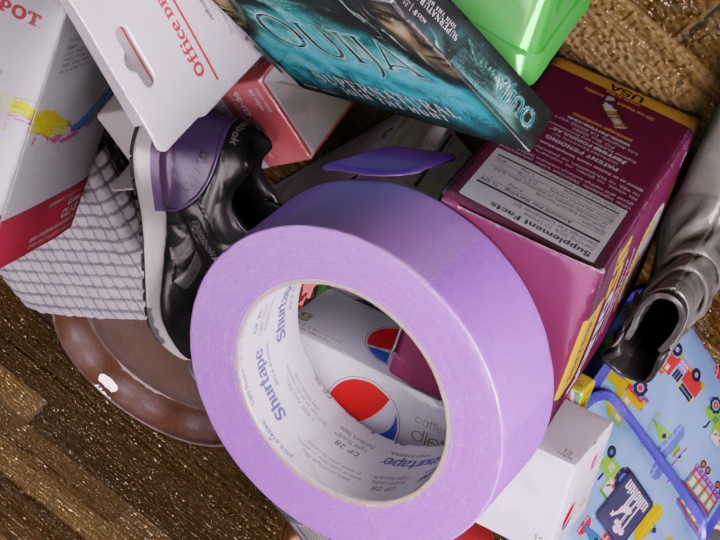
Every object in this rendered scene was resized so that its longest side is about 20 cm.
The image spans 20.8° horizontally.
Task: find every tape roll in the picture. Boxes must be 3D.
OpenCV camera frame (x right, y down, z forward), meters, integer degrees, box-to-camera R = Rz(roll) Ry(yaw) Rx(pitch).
[{"bbox_3d":[0.004,0.054,1.080,0.199,0.066,0.201,17,124,27],"label":"tape roll"}]

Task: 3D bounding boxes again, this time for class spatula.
[{"bbox_3d":[0.057,-0.094,1.131,0.056,0.200,0.021,10,126,37],"label":"spatula"}]

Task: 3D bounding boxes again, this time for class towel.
[{"bbox_3d":[-0.221,-0.051,1.507,0.199,0.086,0.166,1,132,40],"label":"towel"}]

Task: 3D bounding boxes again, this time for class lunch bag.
[{"bbox_3d":[0.167,0.133,1.301,0.094,0.200,0.151,-10,127,45],"label":"lunch bag"}]

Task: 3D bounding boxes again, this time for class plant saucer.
[{"bbox_3d":[-0.167,0.068,1.641,0.199,0.035,0.201,22,145,16],"label":"plant saucer"}]

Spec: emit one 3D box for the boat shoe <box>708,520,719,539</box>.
[{"bbox_3d":[0.242,0.175,1.408,0.199,0.071,0.063,8,140,26],"label":"boat shoe"}]

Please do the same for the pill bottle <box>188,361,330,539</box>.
[{"bbox_3d":[-0.044,0.122,1.535,0.113,0.114,0.201,-5,129,42],"label":"pill bottle"}]

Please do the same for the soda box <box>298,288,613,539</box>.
[{"bbox_3d":[0.043,0.087,1.162,0.199,0.064,0.069,25,121,19],"label":"soda box"}]

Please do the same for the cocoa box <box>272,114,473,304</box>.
[{"bbox_3d":[0.000,0.000,1.338,0.131,0.134,0.200,46,142,-14],"label":"cocoa box"}]

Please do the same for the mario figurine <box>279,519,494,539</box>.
[{"bbox_3d":[0.026,0.241,1.618,0.199,0.123,0.107,2,121,44],"label":"mario figurine"}]

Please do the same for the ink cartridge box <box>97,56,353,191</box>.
[{"bbox_3d":[-0.090,-0.120,1.287,0.199,0.117,0.068,-8,127,43],"label":"ink cartridge box"}]

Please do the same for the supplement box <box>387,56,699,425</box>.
[{"bbox_3d":[0.110,-0.018,1.148,0.103,0.200,0.132,26,127,12],"label":"supplement box"}]

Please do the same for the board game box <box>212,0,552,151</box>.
[{"bbox_3d":[-0.004,-0.130,1.064,0.199,0.028,0.135,20,164,48],"label":"board game box"}]

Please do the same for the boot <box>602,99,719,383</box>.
[{"bbox_3d":[0.207,-0.020,1.150,0.067,0.131,0.200,28,144,8],"label":"boot"}]

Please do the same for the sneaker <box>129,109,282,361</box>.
[{"bbox_3d":[-0.088,-0.012,1.241,0.087,0.076,0.201,13,135,20],"label":"sneaker"}]

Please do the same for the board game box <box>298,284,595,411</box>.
[{"bbox_3d":[0.040,0.064,1.209,0.199,0.030,0.096,29,121,20],"label":"board game box"}]

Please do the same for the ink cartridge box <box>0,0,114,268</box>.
[{"bbox_3d":[-0.253,-0.130,1.318,0.145,0.145,0.201,27,112,10],"label":"ink cartridge box"}]

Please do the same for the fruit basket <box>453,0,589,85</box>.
[{"bbox_3d":[0.028,-0.176,1.118,0.214,0.156,0.217,12,123,18],"label":"fruit basket"}]

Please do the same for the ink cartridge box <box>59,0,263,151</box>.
[{"bbox_3d":[-0.109,-0.168,1.167,0.068,0.200,0.116,-5,125,42],"label":"ink cartridge box"}]
